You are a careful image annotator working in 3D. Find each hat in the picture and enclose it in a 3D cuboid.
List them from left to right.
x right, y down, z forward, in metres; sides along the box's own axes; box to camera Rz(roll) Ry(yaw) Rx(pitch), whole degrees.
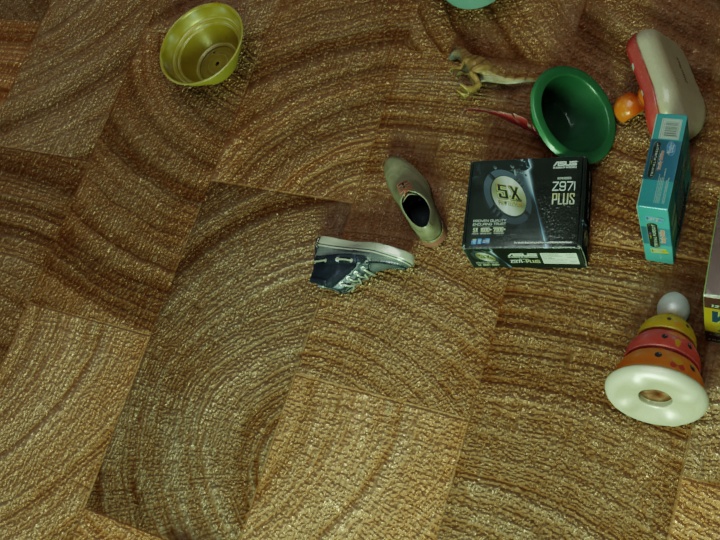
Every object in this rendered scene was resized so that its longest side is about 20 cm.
[{"bbox_3d":[0.324,-0.254,1.571,0.164,0.176,0.202,-27,88,-25],"label":"hat"}]

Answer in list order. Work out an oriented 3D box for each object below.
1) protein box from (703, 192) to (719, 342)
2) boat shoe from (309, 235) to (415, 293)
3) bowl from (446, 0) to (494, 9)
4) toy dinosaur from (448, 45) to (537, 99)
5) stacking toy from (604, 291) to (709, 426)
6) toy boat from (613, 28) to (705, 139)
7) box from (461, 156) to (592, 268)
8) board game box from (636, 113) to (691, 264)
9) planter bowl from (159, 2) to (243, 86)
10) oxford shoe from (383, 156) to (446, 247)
[{"bbox_3d":[0.573,-0.014,1.266,0.133,0.199,0.202,8,72,25],"label":"protein box"},{"bbox_3d":[0.000,0.000,1.576,0.198,0.074,0.094,8,78,33],"label":"boat shoe"},{"bbox_3d":[0.216,-0.585,1.708,0.198,0.105,0.204,-9,66,19],"label":"bowl"},{"bbox_3d":[0.226,-0.363,1.636,0.199,0.060,0.107,35,83,30],"label":"toy dinosaur"},{"bbox_3d":[0.449,0.114,1.322,0.144,0.147,0.202,5,54,24],"label":"stacking toy"},{"bbox_3d":[0.482,-0.289,1.482,0.130,0.129,0.202,-34,54,40],"label":"toy boat"},{"bbox_3d":[0.280,-0.095,1.486,0.197,0.086,0.166,1,68,23],"label":"box"},{"bbox_3d":[0.464,-0.120,1.355,0.046,0.200,0.153,10,72,25],"label":"board game box"},{"bbox_3d":[-0.319,-0.458,1.885,0.198,0.083,0.203,-9,65,19],"label":"planter bowl"},{"bbox_3d":[0.092,-0.138,1.587,0.070,0.075,0.201,-34,60,6],"label":"oxford shoe"}]
